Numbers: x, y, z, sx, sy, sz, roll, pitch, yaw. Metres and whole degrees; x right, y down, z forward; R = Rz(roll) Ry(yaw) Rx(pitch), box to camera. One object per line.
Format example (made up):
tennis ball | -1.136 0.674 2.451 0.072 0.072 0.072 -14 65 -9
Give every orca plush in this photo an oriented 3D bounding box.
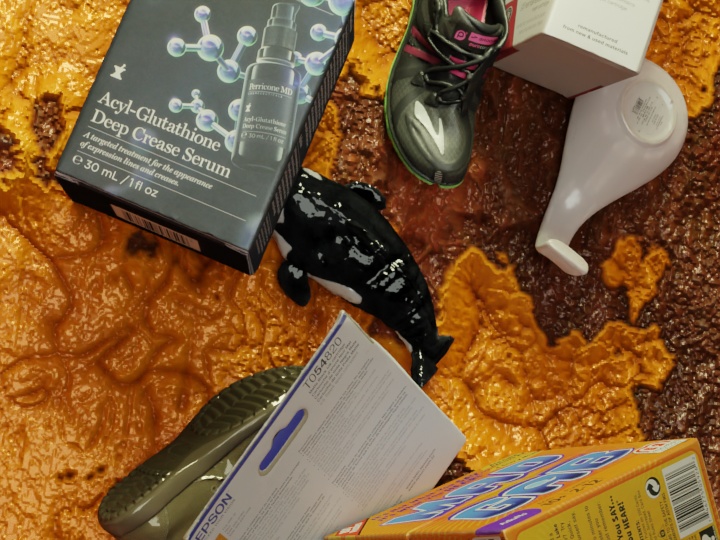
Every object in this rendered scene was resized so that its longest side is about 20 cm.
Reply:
orca plush | 0.000 0.000 1.512 0.105 0.071 0.201 -31 97 -15

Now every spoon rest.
spoon rest | 0.189 -0.082 1.586 0.099 0.061 0.200 38 66 -14

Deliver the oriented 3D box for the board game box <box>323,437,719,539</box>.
board game box | 0.131 0.249 1.447 0.199 0.199 0.201 -18 95 -39

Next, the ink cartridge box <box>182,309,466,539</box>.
ink cartridge box | -0.031 0.149 1.464 0.200 0.041 0.200 -54 138 -11

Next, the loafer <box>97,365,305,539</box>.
loafer | -0.100 0.142 1.480 0.200 0.076 0.068 -35 114 -18

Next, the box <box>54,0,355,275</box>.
box | -0.106 -0.120 1.448 0.148 0.107 0.201 22 81 2

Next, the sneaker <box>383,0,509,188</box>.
sneaker | 0.067 -0.162 1.529 0.076 0.084 0.201 7 86 -15

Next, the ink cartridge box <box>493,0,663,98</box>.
ink cartridge box | 0.179 -0.244 1.533 0.083 0.147 0.201 21 82 -13
